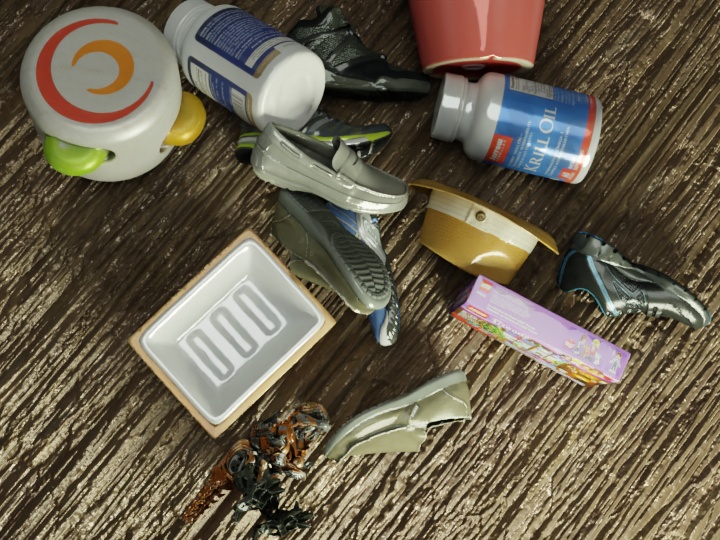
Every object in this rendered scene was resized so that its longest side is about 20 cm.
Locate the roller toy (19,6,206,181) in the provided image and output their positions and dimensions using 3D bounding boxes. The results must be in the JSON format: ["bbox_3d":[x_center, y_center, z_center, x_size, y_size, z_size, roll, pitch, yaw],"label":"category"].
[{"bbox_3d":[-0.304,-0.209,1.255,0.199,0.140,0.184,-28,75,-14],"label":"roller toy"}]

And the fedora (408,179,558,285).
[{"bbox_3d":[0.136,-0.039,1.248,0.199,0.201,0.083,25,92,0],"label":"fedora"}]

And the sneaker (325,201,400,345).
[{"bbox_3d":[0.000,0.000,1.286,0.076,0.076,0.202,-16,73,-1],"label":"sneaker"}]

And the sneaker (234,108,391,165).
[{"bbox_3d":[-0.059,-0.180,1.307,0.197,0.074,0.082,-1,78,-7],"label":"sneaker"}]

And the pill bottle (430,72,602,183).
[{"bbox_3d":[0.192,-0.184,1.307,0.197,0.112,0.114,12,80,-2],"label":"pill bottle"}]

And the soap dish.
[{"bbox_3d":[-0.153,0.075,1.251,0.200,0.081,0.157,-43,86,-10],"label":"soap dish"}]

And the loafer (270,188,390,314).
[{"bbox_3d":[-0.039,-0.014,1.220,0.200,0.075,0.070,50,120,33],"label":"loafer"}]

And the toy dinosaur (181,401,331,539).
[{"bbox_3d":[-0.116,0.239,1.226,0.102,0.136,0.200,27,111,-37],"label":"toy dinosaur"}]

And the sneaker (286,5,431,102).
[{"bbox_3d":[-0.003,-0.276,1.323,0.197,0.076,0.116,9,86,2],"label":"sneaker"}]

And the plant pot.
[{"bbox_3d":[0.143,-0.338,1.298,0.198,0.200,0.180,-1,90,-5],"label":"plant pot"}]

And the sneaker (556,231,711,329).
[{"bbox_3d":[0.342,0.029,1.315,0.198,0.073,0.083,29,96,6],"label":"sneaker"}]

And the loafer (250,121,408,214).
[{"bbox_3d":[-0.029,-0.120,1.225,0.198,0.070,0.070,14,35,-20],"label":"loafer"}]

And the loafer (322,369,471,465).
[{"bbox_3d":[0.049,0.188,1.252,0.198,0.075,0.070,-25,79,-8],"label":"loafer"}]

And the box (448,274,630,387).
[{"bbox_3d":[0.209,0.076,1.253,0.198,0.137,0.039,28,80,1],"label":"box"}]

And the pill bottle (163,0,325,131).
[{"bbox_3d":[-0.146,-0.253,1.264,0.199,0.111,0.111,35,78,30],"label":"pill bottle"}]
